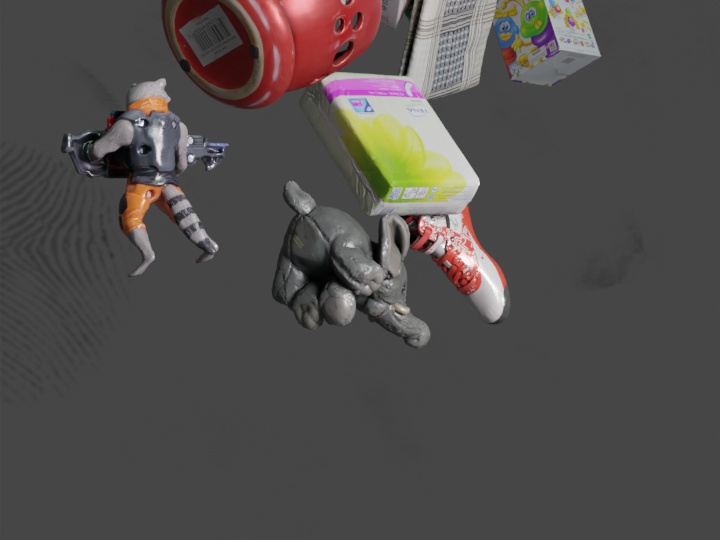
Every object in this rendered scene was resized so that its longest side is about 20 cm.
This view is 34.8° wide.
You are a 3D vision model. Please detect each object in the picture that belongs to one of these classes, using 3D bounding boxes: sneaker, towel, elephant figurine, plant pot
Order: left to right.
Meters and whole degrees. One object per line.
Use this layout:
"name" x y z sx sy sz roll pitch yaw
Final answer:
"plant pot" -0.104 -0.286 1.276 0.200 0.200 0.183 53 51 -10
"elephant figurine" 0.000 0.000 1.297 0.141 0.155 0.200 31 18 30
"sneaker" 0.106 -0.019 1.433 0.108 0.067 0.202 -9 73 -44
"towel" 0.126 -0.324 1.536 0.035 0.200 0.192 29 32 31

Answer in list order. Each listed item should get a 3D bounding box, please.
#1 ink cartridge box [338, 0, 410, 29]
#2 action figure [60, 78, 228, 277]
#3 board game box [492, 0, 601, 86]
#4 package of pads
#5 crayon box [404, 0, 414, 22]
"ink cartridge box" 0.045 -0.393 1.467 0.068 0.115 0.200 26 77 5
"action figure" -0.188 -0.102 1.171 0.200 0.105 0.194 -15 90 -44
"board game box" 0.267 -0.395 1.746 0.105 0.103 0.200 -2 71 -44
"package of pads" 0.037 -0.152 1.387 0.154 0.068 0.200 -3 52 -39
"crayon box" 0.104 -0.448 1.656 0.126 0.052 0.200 56 44 -6
